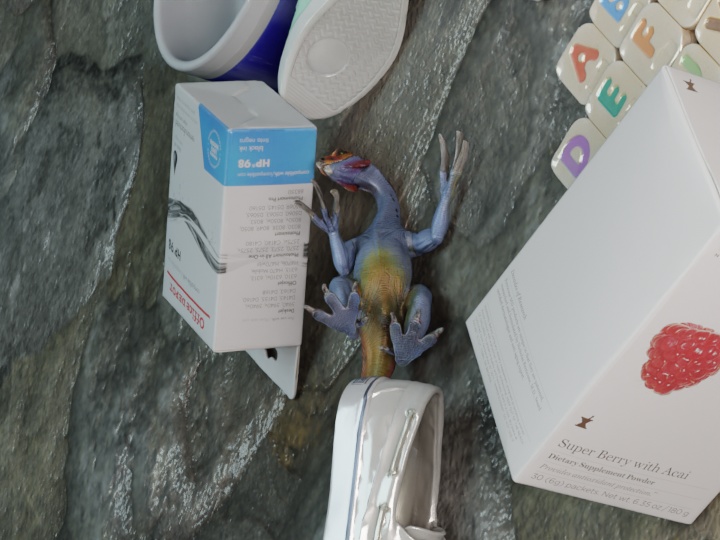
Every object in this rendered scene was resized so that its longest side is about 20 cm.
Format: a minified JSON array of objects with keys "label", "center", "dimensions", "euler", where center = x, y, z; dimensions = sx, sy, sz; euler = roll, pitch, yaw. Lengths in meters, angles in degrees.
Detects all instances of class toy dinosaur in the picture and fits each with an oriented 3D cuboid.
[{"label":"toy dinosaur","center":[0.000,0.000,1.800],"dimensions":[0.182,0.105,0.200],"euler":[-92,13,-70]}]

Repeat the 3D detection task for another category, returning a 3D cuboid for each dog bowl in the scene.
[{"label":"dog bowl","center":[-0.074,-0.233,2.060],"dimensions":[0.200,0.079,0.201],"euler":[-39,43,48]}]

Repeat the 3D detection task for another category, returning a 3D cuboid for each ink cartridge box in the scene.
[{"label":"ink cartridge box","center":[-0.086,-0.019,1.920],"dimensions":[0.116,0.067,0.201],"euler":[-138,49,-60]}]

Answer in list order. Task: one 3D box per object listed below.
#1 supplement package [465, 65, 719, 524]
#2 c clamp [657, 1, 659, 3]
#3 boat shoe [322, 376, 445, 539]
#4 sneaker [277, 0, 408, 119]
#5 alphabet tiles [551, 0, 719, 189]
[{"label":"supplement package","center":[0.164,0.016,1.441],"dimensions":[0.200,0.121,0.120],"euler":[-55,34,34]},{"label":"c clamp","center":[0.179,-0.124,1.598],"dimensions":[0.171,0.027,0.200],"euler":[35,106,56]},{"label":"boat shoe","center":[0.021,0.165,1.693],"dimensions":[0.066,0.072,0.201],"euler":[0,80,29]},{"label":"sneaker","center":[-0.008,-0.208,1.939],"dimensions":[0.201,0.074,0.118],"euler":[-65,23,19]},{"label":"alphabet tiles","center":[0.178,-0.114,1.558],"dimensions":[0.200,0.015,0.196],"euler":[-60,36,21]}]
